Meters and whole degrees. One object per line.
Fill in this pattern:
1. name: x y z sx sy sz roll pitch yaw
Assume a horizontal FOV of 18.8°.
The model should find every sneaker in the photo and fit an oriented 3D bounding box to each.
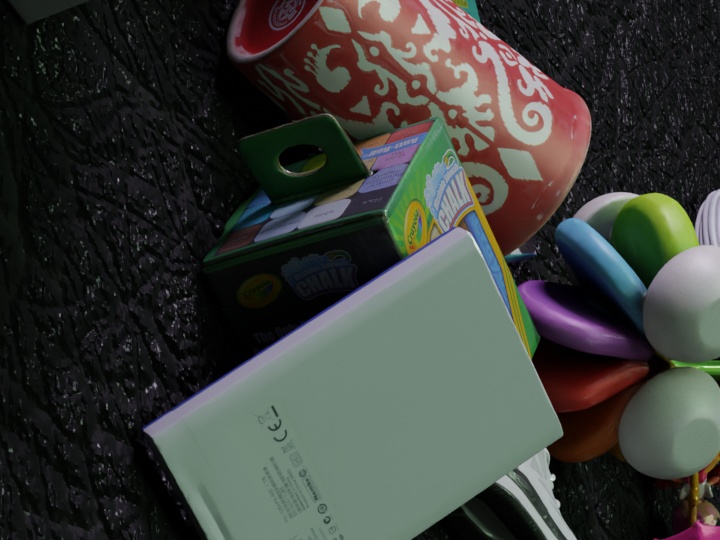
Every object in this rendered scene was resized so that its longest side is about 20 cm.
1. sneaker: 0.126 0.165 1.452 0.201 0.075 0.116 55 34 -30

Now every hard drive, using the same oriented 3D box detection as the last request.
1. hard drive: -0.001 0.085 1.145 0.133 0.199 0.025 63 -16 -21

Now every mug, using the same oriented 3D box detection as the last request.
1. mug: 0.012 -0.107 1.327 0.200 0.177 0.134 37 63 -29

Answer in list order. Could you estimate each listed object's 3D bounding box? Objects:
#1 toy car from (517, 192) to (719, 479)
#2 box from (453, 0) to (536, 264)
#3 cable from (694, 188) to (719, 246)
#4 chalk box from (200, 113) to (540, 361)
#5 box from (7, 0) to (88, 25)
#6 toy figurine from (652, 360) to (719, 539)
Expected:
1. toy car: 0.171 0.044 1.529 0.149 0.175 0.201 -1 113 -25
2. box: 0.063 -0.100 1.503 0.082 0.049 0.201 -4 79 -64
3. cable: 0.372 0.017 2.034 0.200 0.069 0.201 27 52 -57
4. chalk box: 0.000 0.000 1.236 0.201 0.124 0.124 66 27 -20
5. box: -0.082 -0.214 1.100 0.041 0.199 0.157 54 32 -35
6. toy figurine: 0.258 0.164 1.706 0.200 0.149 0.186 21 69 -88
